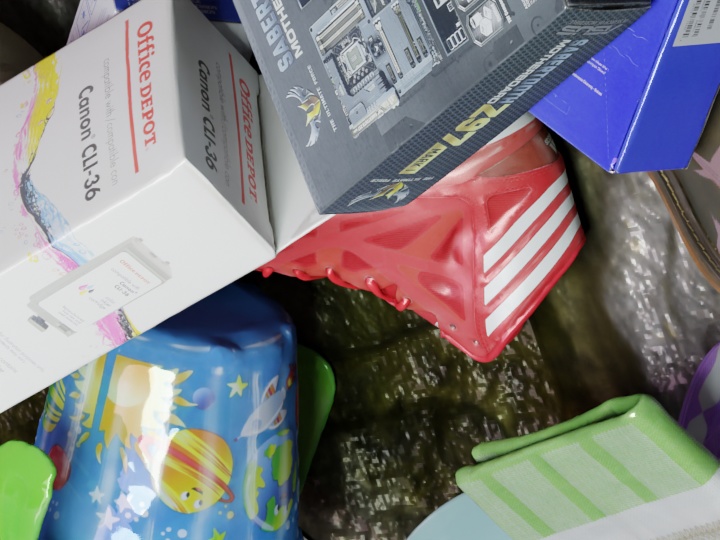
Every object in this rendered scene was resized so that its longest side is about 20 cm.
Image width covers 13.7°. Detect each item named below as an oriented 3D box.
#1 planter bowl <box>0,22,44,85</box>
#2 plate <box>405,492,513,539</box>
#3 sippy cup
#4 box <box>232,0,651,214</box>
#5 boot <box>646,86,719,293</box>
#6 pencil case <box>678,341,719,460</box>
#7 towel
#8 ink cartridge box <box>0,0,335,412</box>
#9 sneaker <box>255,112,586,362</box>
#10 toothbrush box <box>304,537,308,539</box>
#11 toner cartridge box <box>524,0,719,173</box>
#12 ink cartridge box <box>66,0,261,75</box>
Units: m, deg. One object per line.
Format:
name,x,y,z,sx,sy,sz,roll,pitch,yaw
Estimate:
planter bowl,-0.225,-0.055,1.378,0.135,0.200,0.200,61,142,36
plate,0.095,0.182,1.293,0.200,0.026,0.200,9,115,20
sippy cup,-0.083,0.073,1.302,0.140,0.178,0.130,8,110,-1
box,0.009,-0.144,1.123,0.158,0.051,0.200,-39,66,43
boot,0.162,-0.046,1.120,0.200,0.075,0.097,44,136,16
pencil case,0.212,0.086,1.138,0.200,0.084,0.086,19,98,33
towel,0.145,0.125,1.178,0.200,0.031,0.149,43,151,-12
ink cartridge box,-0.102,-0.035,1.208,0.200,0.117,0.067,-29,130,18
sneaker,0.000,0.000,1.253,0.200,0.078,0.116,-19,103,27
toothbrush box,-0.088,0.226,1.384,0.086,0.200,0.146,39,132,19
toner cartridge box,0.061,-0.126,1.137,0.200,0.043,0.095,41,122,37
ink cartridge box,-0.093,-0.047,1.316,0.044,0.094,0.200,-108,31,-42
